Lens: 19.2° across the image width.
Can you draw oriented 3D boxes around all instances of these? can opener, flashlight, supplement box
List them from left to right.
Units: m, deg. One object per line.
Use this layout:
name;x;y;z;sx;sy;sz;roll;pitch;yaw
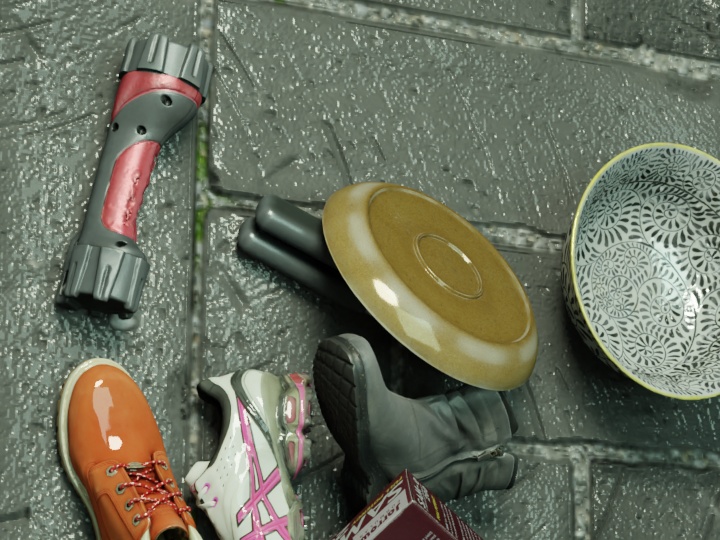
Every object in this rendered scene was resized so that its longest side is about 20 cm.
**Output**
flashlight;-0.158;-0.066;1.523;0.067;0.068;0.202;17;71;-17
can opener;0.000;0.000;1.606;0.199;0.053;0.067;25;35;-22
supplement box;0.066;0.250;1.516;0.109;0.061;0.200;-43;106;10

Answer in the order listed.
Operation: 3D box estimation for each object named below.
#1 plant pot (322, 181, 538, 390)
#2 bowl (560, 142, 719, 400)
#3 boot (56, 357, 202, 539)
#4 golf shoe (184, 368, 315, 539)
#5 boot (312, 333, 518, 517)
plant pot;0.059;0.003;1.573;0.199;0.028;0.201;31;29;-19
bowl;0.228;0.008;1.685;0.199;0.094;0.203;6;77;-25
boot;-0.149;0.152;1.461;0.074;0.107;0.202;-13;84;-26
golf shoe;-0.081;0.170;1.517;0.091;0.073;0.202;3;71;-7
boot;0.043;0.101;1.538;0.131;0.070;0.201;-26;135;-15
